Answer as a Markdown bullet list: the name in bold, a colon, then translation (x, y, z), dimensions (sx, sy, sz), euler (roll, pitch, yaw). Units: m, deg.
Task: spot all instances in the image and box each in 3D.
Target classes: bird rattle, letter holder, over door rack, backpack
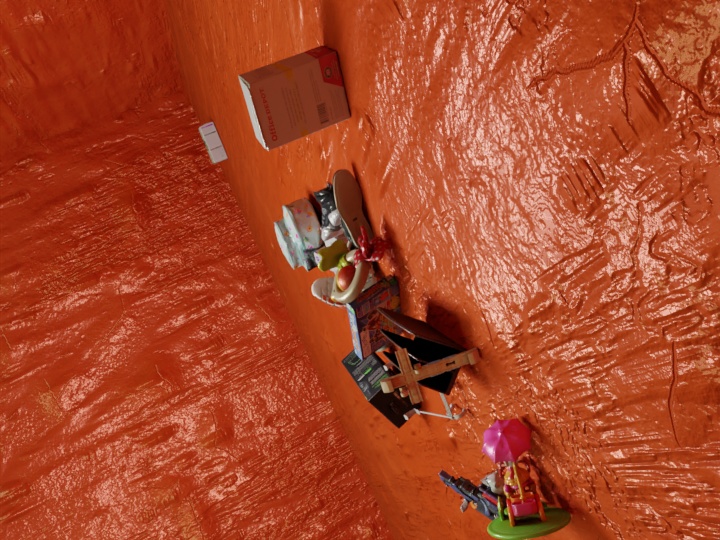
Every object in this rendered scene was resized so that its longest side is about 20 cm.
- **bird rattle**: translation (-0.010, -0.002, 1.476), dimensions (0.198, 0.112, 0.166), euler (-8, 65, 50)
- **letter holder**: translation (0.104, 0.161, 1.329), dimensions (0.102, 0.140, 0.200), euler (-67, 24, 4)
- **over door rack**: translation (0.155, 0.268, 1.483), dimensions (0.199, 0.066, 0.150), euler (-18, 96, 55)
- **backpack**: translation (-0.185, -0.117, 1.978), dimensions (0.202, 0.151, 0.177), euler (90, 158, -44)

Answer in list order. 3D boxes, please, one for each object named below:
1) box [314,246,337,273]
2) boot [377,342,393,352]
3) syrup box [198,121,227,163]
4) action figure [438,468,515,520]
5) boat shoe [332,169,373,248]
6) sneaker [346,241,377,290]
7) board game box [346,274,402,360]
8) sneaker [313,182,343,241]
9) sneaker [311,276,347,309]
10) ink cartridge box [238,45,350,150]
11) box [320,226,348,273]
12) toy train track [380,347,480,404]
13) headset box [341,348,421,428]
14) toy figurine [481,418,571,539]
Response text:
- **box**: translation (-0.053, -0.015, 1.768), dimensions (0.199, 0.041, 0.039), euler (26, 138, 45)
- **boot**: translation (0.011, 0.115, 1.761), dimensions (0.203, 0.072, 0.181), euler (68, 165, -15)
- **syrup box**: translation (-0.778, -0.672, 3.351), dimensions (0.203, 0.080, 0.079), euler (70, 163, -11)
- **action figure**: translation (0.270, 0.479, 1.376), dimensions (0.199, 0.105, 0.195), euler (32, 147, 20)
- **boat shoe**: translation (-0.030, -0.149, 1.522), dimensions (0.067, 0.071, 0.202), euler (35, 148, 56)
- **sneaker**: translation (0.000, 0.000, 1.615), dimensions (0.201, 0.069, 0.094), euler (-112, 13, -45)
- **board game box**: translation (0.038, 0.118, 1.564), dimensions (0.034, 0.134, 0.202), euler (42, 153, 37)
- **sneaker**: translation (-0.079, -0.159, 1.686), dimensions (0.115, 0.075, 0.200), euler (64, 159, 11)
- **sneaker**: translation (-0.036, 0.080, 1.675), dimensions (0.082, 0.197, 0.078), euler (110, 176, -62)
- **ink cartridge box**: translation (-0.137, -0.360, 1.321), dimensions (0.083, 0.198, 0.147), euler (46, 156, 51)
- **box**: translation (-0.054, -0.026, 1.870), dimensions (0.144, 0.036, 0.203), euler (39, 148, 61)
- **toy train track**: translation (0.134, 0.195, 1.217), dimensions (0.033, 0.197, 0.116), euler (-99, -10, -76)
- **headset box**: translation (0.060, 0.323, 1.780), dimensions (0.174, 0.093, 0.200), euler (48, 179, -39)
- **toy figurine**: translation (0.285, 0.363, 1.162), dimensions (0.200, 0.148, 0.187), euler (20, -123, -77)
